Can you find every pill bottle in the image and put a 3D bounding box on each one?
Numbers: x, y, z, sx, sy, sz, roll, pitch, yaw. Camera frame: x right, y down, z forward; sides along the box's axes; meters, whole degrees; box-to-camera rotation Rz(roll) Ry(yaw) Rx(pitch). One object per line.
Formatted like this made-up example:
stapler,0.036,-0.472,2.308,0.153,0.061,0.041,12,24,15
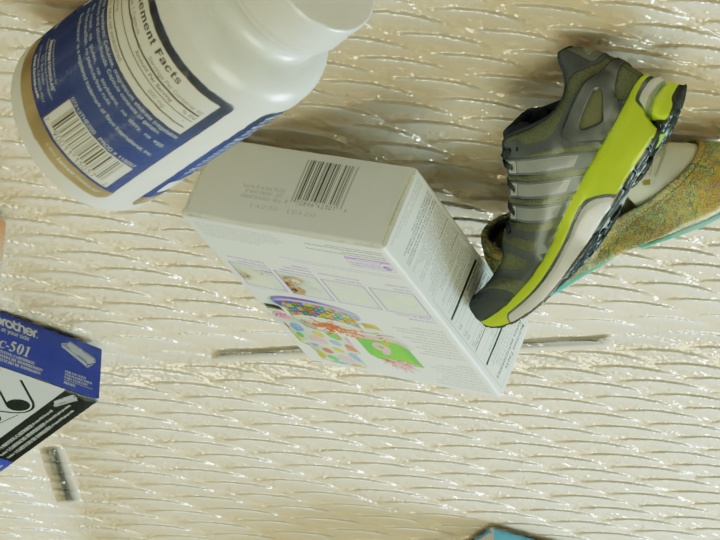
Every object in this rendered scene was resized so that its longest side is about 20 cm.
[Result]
pill bottle,-0.089,-0.120,1.456,0.111,0.111,0.200,24,140,-36

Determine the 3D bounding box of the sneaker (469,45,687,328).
sneaker,0.113,-0.050,1.592,0.081,0.074,0.200,37,120,9

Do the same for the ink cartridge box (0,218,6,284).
ink cartridge box,-0.285,0.027,1.602,0.050,0.200,0.162,-22,143,30

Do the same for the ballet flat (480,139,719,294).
ballet flat,0.156,-0.041,1.651,0.200,0.071,0.071,-27,141,33

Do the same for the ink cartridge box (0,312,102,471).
ink cartridge box,-0.271,0.097,1.869,0.094,0.044,0.200,22,142,-31

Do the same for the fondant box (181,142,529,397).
fondant box,0.000,0.000,1.662,0.144,0.058,0.200,10,156,30

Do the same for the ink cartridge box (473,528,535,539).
ink cartridge box,0.148,0.315,2.147,0.200,0.146,0.147,17,145,-28
